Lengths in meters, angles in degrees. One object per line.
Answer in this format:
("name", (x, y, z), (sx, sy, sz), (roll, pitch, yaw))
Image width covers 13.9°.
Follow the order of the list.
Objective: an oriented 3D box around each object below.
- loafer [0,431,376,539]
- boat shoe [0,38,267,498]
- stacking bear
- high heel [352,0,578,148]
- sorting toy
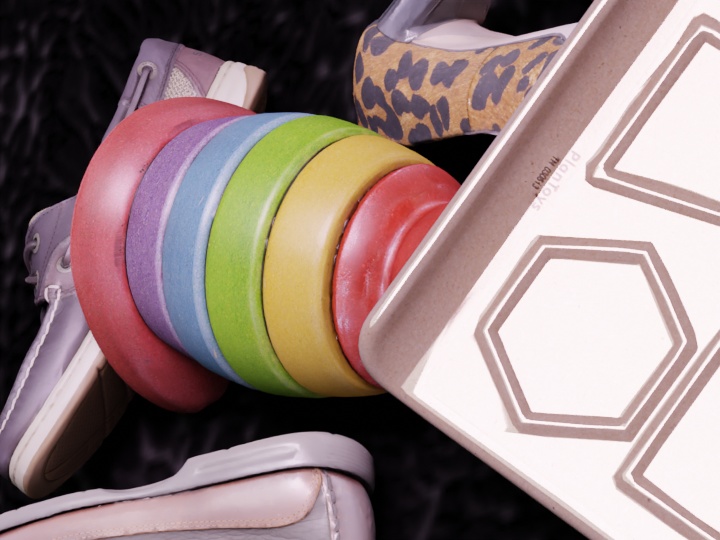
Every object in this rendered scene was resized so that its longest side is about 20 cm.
("loafer", (-0.083, 0.116, 1.110), (0.200, 0.072, 0.063), (-20, 60, 26))
("boat shoe", (-0.104, -0.004, 1.185), (0.065, 0.072, 0.200), (24, 73, 9))
("stacking bear", (0.000, 0.000, 1.087), (0.200, 0.114, 0.122), (11, 73, 38))
("high heel", (0.067, -0.040, 1.098), (0.200, 0.071, 0.143), (61, 139, 30))
("sorting toy", (0.127, 0.012, 0.975), (0.200, 0.036, 0.185), (35, 89, 18))
